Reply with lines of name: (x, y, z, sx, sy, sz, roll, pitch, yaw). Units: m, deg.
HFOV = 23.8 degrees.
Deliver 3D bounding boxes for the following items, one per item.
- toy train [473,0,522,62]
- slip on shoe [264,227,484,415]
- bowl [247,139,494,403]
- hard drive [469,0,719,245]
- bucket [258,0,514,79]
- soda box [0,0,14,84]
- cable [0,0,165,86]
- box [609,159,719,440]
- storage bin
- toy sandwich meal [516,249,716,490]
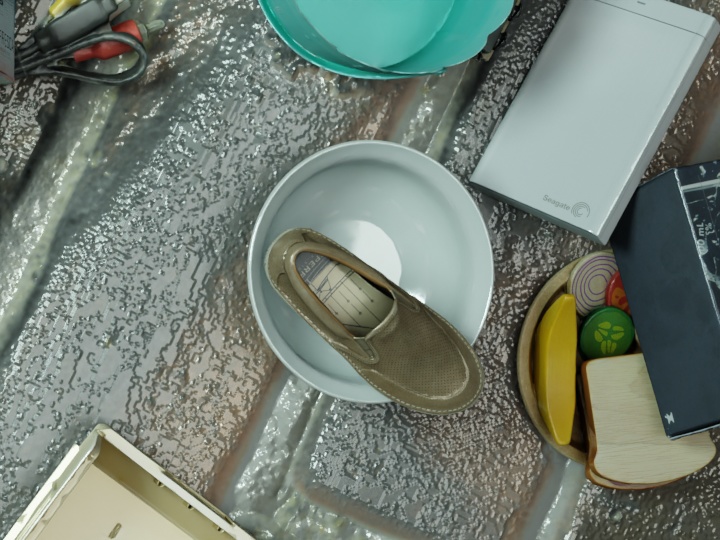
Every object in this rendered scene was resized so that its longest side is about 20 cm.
toy train: (0.134, -0.260, 1.405, 0.034, 0.046, 0.201, 31, 81, -21)
slip on shoe: (0.015, 0.040, 1.280, 0.200, 0.061, 0.076, 42, 81, -12)
bowl: (0.000, 0.000, 1.352, 0.198, 0.090, 0.204, 0, 92, -14)
hard drive: (0.189, -0.134, 1.389, 0.201, 0.131, 0.027, -61, 146, -6)
bucket: (0.016, -0.247, 1.327, 0.205, 0.135, 0.210, 0, 91, -15)
soda box: (-0.348, -0.167, 1.209, 0.197, 0.064, 0.069, 0, 89, 2)
cable: (-0.245, -0.167, 1.319, 0.198, 0.050, 0.098, -27, 105, 0)
box: (0.328, 0.012, 1.386, 0.195, 0.124, 0.202, -12, 80, -24)
storage bin: (-0.181, 0.255, 1.309, 0.199, 0.094, 0.199, 38, 82, -12)
toy sandwich meal: (0.223, 0.084, 1.424, 0.203, 0.070, 0.208, 0, 92, -15)
